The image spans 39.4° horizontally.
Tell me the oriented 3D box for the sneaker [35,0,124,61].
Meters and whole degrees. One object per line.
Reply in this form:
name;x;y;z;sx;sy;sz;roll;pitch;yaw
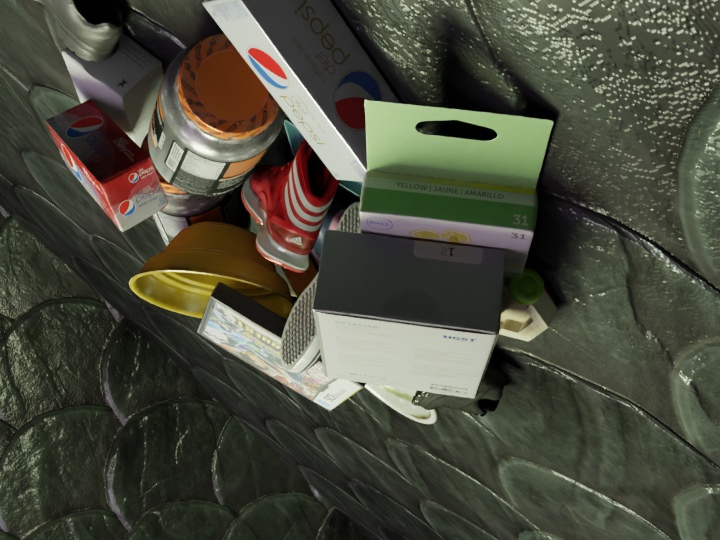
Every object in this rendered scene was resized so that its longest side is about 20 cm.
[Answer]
sneaker;-0.335;-0.322;1.097;0.200;0.076;0.091;39;153;-17

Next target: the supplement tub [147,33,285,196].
supplement tub;-0.143;-0.153;1.000;0.122;0.123;0.200;42;161;-6

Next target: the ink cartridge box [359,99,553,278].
ink cartridge box;0.072;-0.058;0.814;0.145;0.048;0.200;7;159;5

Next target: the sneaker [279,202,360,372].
sneaker;-0.012;0.030;1.066;0.079;0.201;0.078;18;-159;-31

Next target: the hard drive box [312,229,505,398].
hard drive box;0.043;0.046;0.913;0.155;0.077;0.200;7;159;3

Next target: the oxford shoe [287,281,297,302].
oxford shoe;-0.016;0.062;1.321;0.200;0.075;0.071;31;160;27

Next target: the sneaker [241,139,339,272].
sneaker;-0.061;-0.089;1.039;0.078;0.116;0.200;22;-158;-27

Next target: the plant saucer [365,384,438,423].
plant saucer;0.040;0.135;1.422;0.200;0.050;0.200;36;161;15

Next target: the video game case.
video game case;-0.096;0.096;1.191;0.199;0.026;0.181;31;159;-4

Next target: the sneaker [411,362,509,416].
sneaker;0.122;0.146;1.235;0.091;0.076;0.200;30;166;0

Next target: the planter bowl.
planter bowl;-0.168;-0.004;1.197;0.199;0.084;0.201;6;161;2

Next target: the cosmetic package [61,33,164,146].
cosmetic package;-0.292;-0.210;1.246;0.102;0.074;0.200;38;160;10

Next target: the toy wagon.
toy wagon;0.094;0.003;0.984;0.199;0.040;0.155;32;161;2

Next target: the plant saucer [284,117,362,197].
plant saucer;0.007;-0.093;1.010;0.200;0.019;0.070;34;161;21

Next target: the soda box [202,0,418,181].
soda box;-0.037;-0.167;0.841;0.064;0.068;0.200;13;147;54

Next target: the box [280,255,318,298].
box;-0.052;0.033;1.233;0.201;0.041;0.119;59;180;5

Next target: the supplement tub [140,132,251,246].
supplement tub;-0.207;-0.099;1.253;0.122;0.123;0.200;35;160;16

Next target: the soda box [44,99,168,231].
soda box;-0.291;-0.125;1.146;0.200;0.063;0.070;40;153;46

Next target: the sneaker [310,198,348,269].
sneaker;0.000;0.000;1.155;0.082;0.070;0.200;24;158;45
